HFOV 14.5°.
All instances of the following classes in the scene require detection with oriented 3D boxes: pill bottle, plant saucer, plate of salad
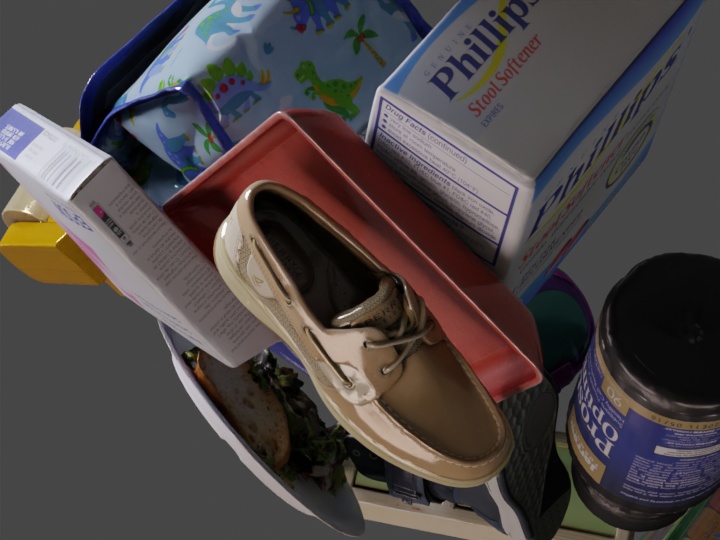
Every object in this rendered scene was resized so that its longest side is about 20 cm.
[{"bbox_3d":[0.188,0.083,1.760,0.112,0.112,0.200,34,152,13],"label":"pill bottle"},{"bbox_3d":[0.000,0.000,1.564,0.200,0.037,0.200,45,153,-6],"label":"plant saucer"},{"bbox_3d":[-0.057,0.089,1.831,0.200,0.048,0.200,47,-172,-9],"label":"plate of salad"}]

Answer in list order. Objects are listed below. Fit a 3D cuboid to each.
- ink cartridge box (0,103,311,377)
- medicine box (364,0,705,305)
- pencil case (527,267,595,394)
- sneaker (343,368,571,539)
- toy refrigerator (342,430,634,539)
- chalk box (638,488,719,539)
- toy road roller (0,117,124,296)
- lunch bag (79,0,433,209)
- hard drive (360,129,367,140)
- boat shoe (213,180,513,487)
[{"bbox_3d":[-0.127,-0.005,1.691,0.200,0.043,0.196,49,171,-24],"label":"ink cartridge box"},{"bbox_3d":[0.089,-0.081,1.568,0.103,0.182,0.200,35,153,11],"label":"medicine box"},{"bbox_3d":[0.064,0.044,1.894,0.200,0.085,0.093,-4,100,56],"label":"pencil case"},{"bbox_3d":[0.053,0.096,1.803,0.146,0.077,0.203,25,155,22],"label":"sneaker"},{"bbox_3d":[0.090,0.143,1.924,0.199,0.076,0.070,11,166,10],"label":"toy refrigerator"},{"bbox_3d":[0.237,0.229,1.899,0.124,0.124,0.200,39,152,4],"label":"chalk box"},{"bbox_3d":[-0.148,-0.028,2.035,0.200,0.123,0.146,4,146,50],"label":"toy road roller"},{"bbox_3d":[-0.077,-0.116,1.749,0.128,0.170,0.200,52,153,-15],"label":"lunch bag"},{"bbox_3d":[0.006,-0.063,1.877,0.200,0.025,0.132,3,134,51],"label":"hard drive"},{"bbox_3d":[0.004,0.035,1.491,0.200,0.071,0.065,42,154,4],"label":"boat shoe"}]
